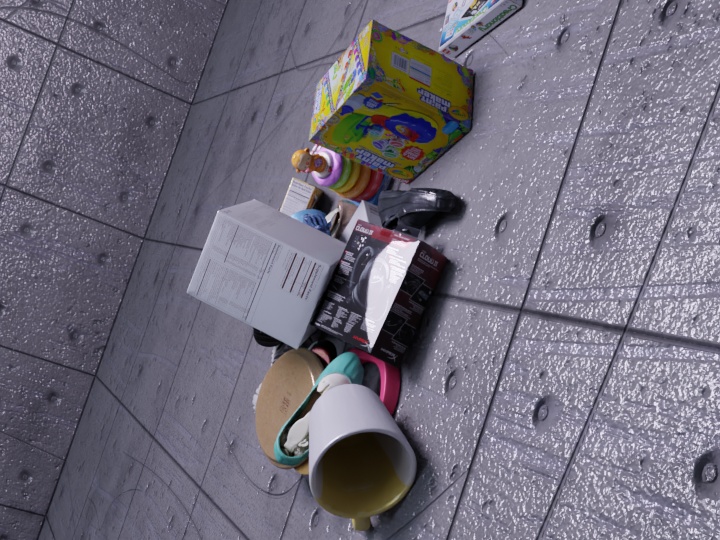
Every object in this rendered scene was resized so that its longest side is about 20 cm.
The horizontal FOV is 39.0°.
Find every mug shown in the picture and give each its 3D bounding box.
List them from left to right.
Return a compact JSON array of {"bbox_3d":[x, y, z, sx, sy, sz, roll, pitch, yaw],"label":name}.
[{"bbox_3d":[-0.018,0.255,1.435,0.188,0.148,0.154,-59,24,19],"label":"mug"}]

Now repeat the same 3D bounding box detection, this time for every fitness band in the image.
[{"bbox_3d":[0.001,0.194,1.591,0.199,0.037,0.146,3,71,65],"label":"fitness band"}]

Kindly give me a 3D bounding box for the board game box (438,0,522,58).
[{"bbox_3d":[0.203,-0.448,1.669,0.199,0.034,0.128,-25,48,59],"label":"board game box"}]

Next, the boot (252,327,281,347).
[{"bbox_3d":[-0.159,0.016,1.839,0.158,0.078,0.214,-103,27,-66],"label":"boot"}]

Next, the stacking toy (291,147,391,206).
[{"bbox_3d":[-0.044,-0.181,1.764,0.109,0.198,0.117,39,110,36],"label":"stacking toy"}]

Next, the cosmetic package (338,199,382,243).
[{"bbox_3d":[0.000,0.000,1.729,0.152,0.051,0.202,-55,27,28],"label":"cosmetic package"}]

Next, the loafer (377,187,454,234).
[{"bbox_3d":[0.088,-0.093,1.603,0.200,0.067,0.072,2,91,64],"label":"loafer"}]

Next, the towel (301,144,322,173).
[{"bbox_3d":[-0.031,-0.265,1.828,0.202,0.030,0.146,-59,-13,20],"label":"towel"}]

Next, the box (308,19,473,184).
[{"bbox_3d":[0.049,-0.268,1.653,0.192,0.197,0.124,-38,38,51],"label":"box"}]

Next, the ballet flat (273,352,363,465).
[{"bbox_3d":[-0.059,0.211,1.529,0.201,0.067,0.070,-53,-3,-7],"label":"ballet flat"}]

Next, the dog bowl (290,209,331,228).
[{"bbox_3d":[-0.120,-0.022,1.951,0.202,0.110,0.050,-59,38,24],"label":"dog bowl"}]

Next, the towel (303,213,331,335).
[{"bbox_3d":[-0.085,0.008,1.799,0.112,0.048,0.204,-123,40,-69],"label":"towel"}]

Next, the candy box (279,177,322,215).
[{"bbox_3d":[-0.142,-0.081,2.053,0.115,0.054,0.203,-13,-56,-85],"label":"candy box"}]

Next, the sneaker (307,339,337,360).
[{"bbox_3d":[-0.069,0.221,1.699,0.087,0.075,0.204,21,95,53],"label":"sneaker"}]

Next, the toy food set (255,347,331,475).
[{"bbox_3d":[-0.103,0.221,1.642,0.198,0.048,0.202,1,79,53],"label":"toy food set"}]

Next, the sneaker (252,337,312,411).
[{"bbox_3d":[-0.134,0.203,1.839,0.202,0.073,0.088,-62,28,21],"label":"sneaker"}]

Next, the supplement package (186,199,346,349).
[{"bbox_3d":[-0.140,0.000,1.641,0.149,0.197,0.191,-66,-7,14],"label":"supplement package"}]

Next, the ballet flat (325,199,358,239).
[{"bbox_3d":[-0.062,-0.046,1.885,0.202,0.066,0.068,-62,24,18],"label":"ballet flat"}]

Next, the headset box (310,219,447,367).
[{"bbox_3d":[0.031,0.023,1.538,0.148,0.077,0.203,20,82,46],"label":"headset box"}]
